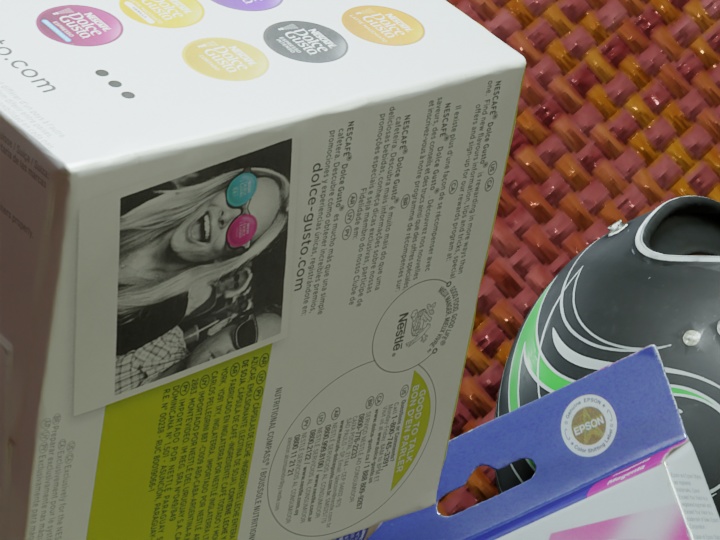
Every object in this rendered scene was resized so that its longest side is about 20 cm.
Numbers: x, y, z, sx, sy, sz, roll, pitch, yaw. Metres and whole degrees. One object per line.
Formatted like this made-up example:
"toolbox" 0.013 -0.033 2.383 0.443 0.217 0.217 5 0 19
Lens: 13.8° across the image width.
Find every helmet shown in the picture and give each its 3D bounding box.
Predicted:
"helmet" 0.153 0.072 1.321 0.200 0.191 0.200 -13 111 -36

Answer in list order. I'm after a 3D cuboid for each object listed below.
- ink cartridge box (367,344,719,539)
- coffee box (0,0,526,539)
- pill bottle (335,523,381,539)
"ink cartridge box" 0.066 0.157 1.229 0.043 0.196 0.200 10 56 -59
"coffee box" -0.087 -0.019 1.094 0.198 0.200 0.200 -16 40 -35
"pill bottle" -0.088 0.114 1.208 0.116 0.116 0.200 50 55 2
